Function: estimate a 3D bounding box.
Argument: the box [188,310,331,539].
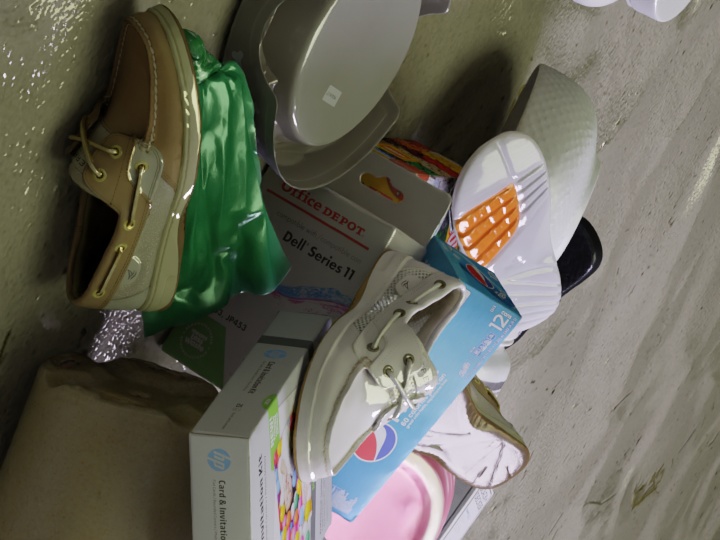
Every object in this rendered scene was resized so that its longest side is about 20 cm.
[{"bbox_3d":[-0.059,0.132,1.268,0.200,0.041,0.156,-53,146,-66],"label":"box"}]

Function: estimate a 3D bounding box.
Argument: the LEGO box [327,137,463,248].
[{"bbox_3d":[0.000,0.000,1.546,0.149,0.077,0.200,-2,120,-65],"label":"LEGO box"}]

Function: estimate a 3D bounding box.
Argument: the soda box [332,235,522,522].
[{"bbox_3d":[0.022,0.078,1.442,0.064,0.068,0.200,31,106,-29],"label":"soda box"}]

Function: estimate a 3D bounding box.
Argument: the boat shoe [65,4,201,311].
[{"bbox_3d":[-0.138,-0.059,1.188,0.066,0.074,0.201,-8,122,-26],"label":"boat shoe"}]

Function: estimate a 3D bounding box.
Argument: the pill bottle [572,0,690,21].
[{"bbox_3d":[0.138,-0.248,1.363,0.112,0.200,0.113,-45,154,-30],"label":"pill bottle"}]

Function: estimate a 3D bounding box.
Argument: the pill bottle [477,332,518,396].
[{"bbox_3d":[0.060,0.100,1.753,0.113,0.113,0.201,-2,120,-64],"label":"pill bottle"}]

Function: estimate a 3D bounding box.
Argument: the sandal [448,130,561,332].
[{"bbox_3d":[0.103,-0.034,1.540,0.079,0.059,0.207,-25,138,-9],"label":"sandal"}]

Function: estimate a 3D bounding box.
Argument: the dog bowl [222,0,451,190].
[{"bbox_3d":[-0.017,-0.155,1.340,0.200,0.059,0.200,-45,153,-30],"label":"dog bowl"}]

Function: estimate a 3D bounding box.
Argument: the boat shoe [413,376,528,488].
[{"bbox_3d":[0.056,0.100,1.566,0.074,0.066,0.200,-36,134,9],"label":"boat shoe"}]

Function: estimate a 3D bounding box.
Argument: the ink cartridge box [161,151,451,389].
[{"bbox_3d":[-0.036,0.002,1.419,0.200,0.117,0.067,-60,154,-1],"label":"ink cartridge box"}]

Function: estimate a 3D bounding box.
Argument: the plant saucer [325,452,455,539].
[{"bbox_3d":[-0.009,0.196,1.671,0.200,0.051,0.201,-10,118,-19],"label":"plant saucer"}]

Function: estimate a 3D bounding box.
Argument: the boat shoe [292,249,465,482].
[{"bbox_3d":[0.016,0.061,1.302,0.200,0.069,0.071,-61,156,-43],"label":"boat shoe"}]

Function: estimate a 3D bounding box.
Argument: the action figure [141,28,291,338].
[{"bbox_3d":[-0.101,-0.064,1.275,0.118,0.055,0.201,-29,136,-32],"label":"action figure"}]

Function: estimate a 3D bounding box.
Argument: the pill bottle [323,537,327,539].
[{"bbox_3d":[-0.091,0.216,1.463,0.112,0.200,0.112,-45,154,-30],"label":"pill bottle"}]

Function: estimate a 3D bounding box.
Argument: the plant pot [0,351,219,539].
[{"bbox_3d":[-0.161,0.157,1.293,0.200,0.200,0.184,-4,110,-64],"label":"plant pot"}]

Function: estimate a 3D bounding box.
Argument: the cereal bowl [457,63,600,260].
[{"bbox_3d":[0.142,-0.066,1.664,0.200,0.083,0.201,-156,-90,-88],"label":"cereal bowl"}]

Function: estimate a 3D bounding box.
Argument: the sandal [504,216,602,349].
[{"bbox_3d":[0.148,0.015,1.783,0.045,0.075,0.200,-16,165,-47],"label":"sandal"}]

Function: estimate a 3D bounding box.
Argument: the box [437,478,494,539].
[{"bbox_3d":[0.020,0.243,1.843,0.200,0.116,0.060,-54,157,-14],"label":"box"}]
